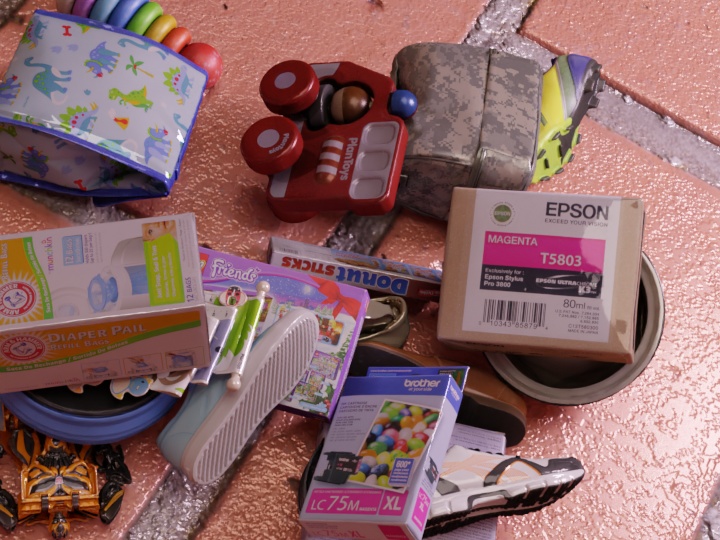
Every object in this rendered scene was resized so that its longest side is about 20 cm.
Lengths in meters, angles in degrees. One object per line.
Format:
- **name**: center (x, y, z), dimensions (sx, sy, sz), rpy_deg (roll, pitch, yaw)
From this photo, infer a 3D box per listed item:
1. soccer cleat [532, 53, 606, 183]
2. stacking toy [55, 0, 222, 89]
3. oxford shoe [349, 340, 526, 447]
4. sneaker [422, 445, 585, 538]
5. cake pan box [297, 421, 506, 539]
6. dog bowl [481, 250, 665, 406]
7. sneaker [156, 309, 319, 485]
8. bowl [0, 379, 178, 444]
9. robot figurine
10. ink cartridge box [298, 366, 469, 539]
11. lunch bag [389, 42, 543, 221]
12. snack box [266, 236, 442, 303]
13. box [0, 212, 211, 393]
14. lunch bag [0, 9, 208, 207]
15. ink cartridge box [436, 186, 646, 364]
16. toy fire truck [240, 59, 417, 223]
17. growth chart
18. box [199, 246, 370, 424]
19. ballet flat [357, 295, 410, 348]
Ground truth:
- **soccer cleat**: center (0.223, -0.180, 1.880), dimensions (0.084, 0.065, 0.200), rpy_deg (13, 56, 29)
- **stacking toy**: center (-0.242, -0.275, 1.794), dimensions (0.200, 0.085, 0.085), rpy_deg (33, 56, 0)
- **oxford shoe**: center (0.080, 0.118, 1.651), dimensions (0.200, 0.071, 0.071), rpy_deg (24, 38, -7)
- **sneaker**: center (0.126, 0.200, 1.543), dimensions (0.200, 0.074, 0.080), rpy_deg (-7, 60, -21)
- **cake pan box**: center (0.039, 0.231, 1.572), dimensions (0.200, 0.052, 0.184), rpy_deg (13, 55, -8)
- **dog bowl**: center (0.223, 0.049, 1.679), dimensions (0.200, 0.074, 0.200), rpy_deg (-2, 78, 10)
- **sneaker**: center (-0.125, 0.107, 1.524), dimensions (0.082, 0.074, 0.200), rpy_deg (28, 68, 33)
- **bowl**: center (-0.261, 0.070, 1.525), dimensions (0.201, 0.039, 0.201), rpy_deg (7, 57, -10)
- **robot figurine**: center (-0.296, 0.159, 1.517), dimensions (0.145, 0.058, 0.200), rpy_deg (-3, 59, -16)
- **ink cartridge box**: center (0.025, 0.165, 1.521), dimensions (0.119, 0.042, 0.200), rpy_deg (-3, 48, 30)
- **lunch bag**: center (0.106, -0.157, 1.775), dimensions (0.168, 0.139, 0.200), rpy_deg (15, 55, -6)
- **snack box**: center (0.000, 0.000, 1.693), dimensions (0.200, 0.072, 0.024), rpy_deg (11, 101, -8)
- **box**: center (-0.243, 0.030, 1.444), dimensions (0.200, 0.101, 0.113), rpy_deg (-7, 54, -6)
- **lunch bag**: center (-0.276, -0.167, 1.684), dimensions (0.200, 0.127, 0.170), rpy_deg (11, 56, 3)
- **ink cartridge box**: center (0.186, 0.004, 1.619), dimensions (0.200, 0.075, 0.165), rpy_deg (3, 80, 12)
- **toy fire truck**: center (-0.025, -0.143, 1.708), dimensions (0.168, 0.112, 0.200), rpy_deg (1, 55, 20)
- **growth chart**: center (-0.194, 0.061, 1.497), dimensions (0.200, 0.018, 0.145), rpy_deg (6, 54, 3)
- **box**: center (-0.104, 0.063, 1.592), dimensions (0.200, 0.039, 0.137), rpy_deg (15, 75, 11)
- **ballet flat**: center (-0.042, 0.057, 1.647), dimensions (0.200, 0.069, 0.070), rpy_deg (-5, 61, -18)
